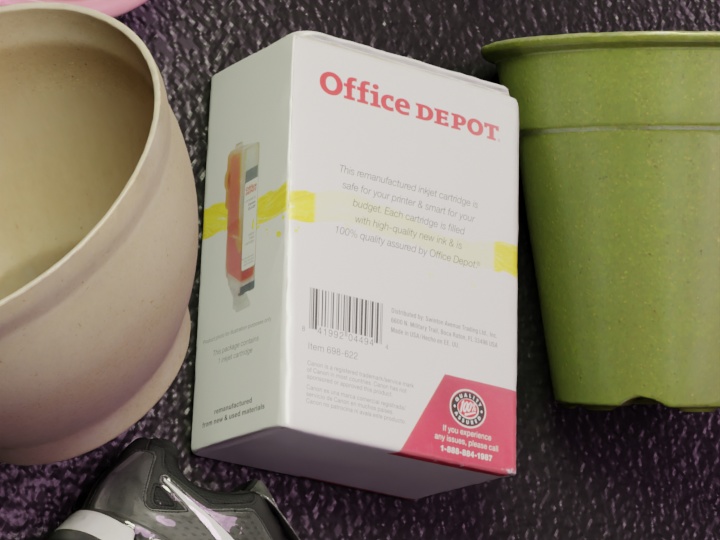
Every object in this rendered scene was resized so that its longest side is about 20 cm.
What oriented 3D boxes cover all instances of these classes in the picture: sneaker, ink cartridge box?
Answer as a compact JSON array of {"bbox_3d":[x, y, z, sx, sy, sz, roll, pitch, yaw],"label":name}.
[{"bbox_3d":[-0.050,0.148,1.398,0.200,0.066,0.091,38,60,-20],"label":"sneaker"},{"bbox_3d":[0.000,0.000,1.465,0.145,0.083,0.201,14,69,-34],"label":"ink cartridge box"}]

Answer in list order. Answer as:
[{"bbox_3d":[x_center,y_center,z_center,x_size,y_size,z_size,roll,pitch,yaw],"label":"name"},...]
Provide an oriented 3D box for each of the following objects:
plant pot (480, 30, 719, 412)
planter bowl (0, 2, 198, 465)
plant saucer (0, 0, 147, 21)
[{"bbox_3d":[0.161,-0.022,1.547,0.200,0.200,0.191,2,89,-37],"label":"plant pot"},{"bbox_3d":[-0.154,0.000,1.300,0.200,0.200,0.135,-61,141,-31],"label":"planter bowl"},{"bbox_3d":[-0.162,-0.205,1.377,0.200,0.051,0.201,10,72,-34],"label":"plant saucer"}]
